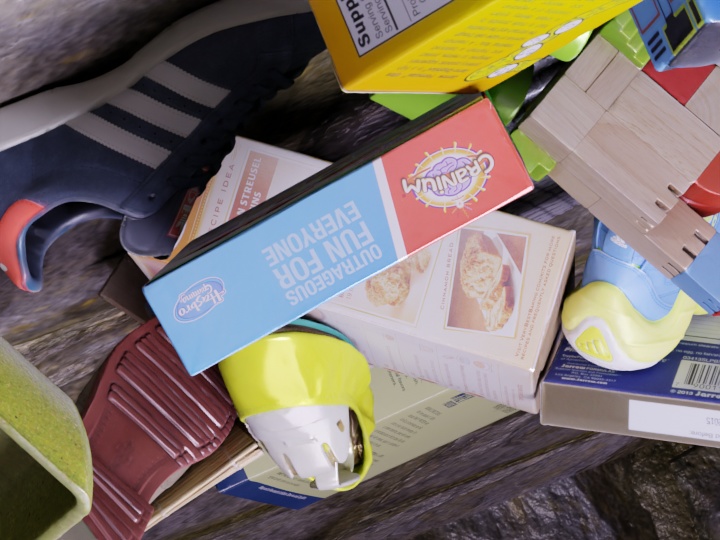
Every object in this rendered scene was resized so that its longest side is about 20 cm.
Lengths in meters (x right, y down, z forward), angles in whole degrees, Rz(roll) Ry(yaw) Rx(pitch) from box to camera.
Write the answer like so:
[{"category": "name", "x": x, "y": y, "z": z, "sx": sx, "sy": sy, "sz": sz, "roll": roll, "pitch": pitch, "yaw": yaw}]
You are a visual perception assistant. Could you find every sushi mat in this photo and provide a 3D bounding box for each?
[{"category": "sushi mat", "x": -0.139, "y": 0.131, "z": 1.469, "sx": 0.200, "sy": 0.012, "sz": 0.096, "roll": -36, "pitch": -158, "yaw": -1}]

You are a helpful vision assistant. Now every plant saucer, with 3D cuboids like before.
[{"category": "plant saucer", "x": -0.213, "y": 0.052, "z": 1.321, "sx": 0.048, "sy": 0.200, "sz": 0.200, "roll": -51, "pitch": -174, "yaw": -33}]

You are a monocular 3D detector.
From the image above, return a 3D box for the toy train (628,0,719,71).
[{"category": "toy train", "x": 0.154, "y": -0.161, "z": 1.177, "sx": 0.087, "sy": 0.114, "sz": 0.200, "roll": -20, "pitch": 169, "yaw": -18}]

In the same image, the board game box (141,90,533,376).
[{"category": "board game box", "x": -0.006, "y": -0.021, "z": 1.215, "sx": 0.153, "sy": 0.040, "sz": 0.200, "roll": -29, "pitch": -176, "yaw": 5}]

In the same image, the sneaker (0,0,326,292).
[{"category": "sneaker", "x": -0.078, "y": -0.054, "z": 1.281, "sx": 0.200, "sy": 0.085, "sz": 0.075, "roll": -26, "pitch": 169, "yaw": 11}]

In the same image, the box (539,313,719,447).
[{"category": "box", "x": 0.172, "y": 0.020, "z": 1.485, "sx": 0.121, "sy": 0.032, "sz": 0.200, "roll": 7, "pitch": -146, "yaw": 16}]

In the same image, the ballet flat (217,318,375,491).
[{"category": "ballet flat", "x": -0.023, "y": 0.072, "z": 1.455, "sx": 0.067, "sy": 0.067, "sz": 0.200, "roll": -9, "pitch": 167, "yaw": 7}]

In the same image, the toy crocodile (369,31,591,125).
[{"category": "toy crocodile", "x": 0.060, "y": -0.118, "z": 1.344, "sx": 0.067, "sy": 0.062, "sz": 0.200, "roll": 23, "pitch": 153, "yaw": -13}]

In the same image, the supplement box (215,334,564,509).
[{"category": "supplement box", "x": 0.005, "y": 0.037, "z": 1.744, "sx": 0.200, "sy": 0.134, "sz": 0.200, "roll": -25, "pitch": 169, "yaw": 8}]

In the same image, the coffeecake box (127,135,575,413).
[{"category": "coffeecake box", "x": 0.000, "y": 0.000, "z": 1.447, "sx": 0.200, "sy": 0.073, "sz": 0.154, "roll": 16, "pitch": 172, "yaw": 7}]

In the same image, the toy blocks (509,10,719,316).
[{"category": "toy blocks", "x": 0.168, "y": -0.076, "z": 1.346, "sx": 0.200, "sy": 0.137, "sz": 0.100, "roll": -50, "pitch": -178, "yaw": -14}]

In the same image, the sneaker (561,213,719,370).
[{"category": "sneaker", "x": 0.166, "y": -0.038, "z": 1.445, "sx": 0.200, "sy": 0.076, "sz": 0.105, "roll": -51, "pitch": 157, "yaw": -46}]

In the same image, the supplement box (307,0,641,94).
[{"category": "supplement box", "x": 0.075, "y": -0.155, "z": 1.060, "sx": 0.200, "sy": 0.109, "sz": 0.109, "roll": -29, "pitch": 168, "yaw": 28}]

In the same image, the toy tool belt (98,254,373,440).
[{"category": "toy tool belt", "x": -0.033, "y": 0.001, "z": 1.590, "sx": 0.200, "sy": 0.123, "sz": 0.125, "roll": -33, "pitch": 171, "yaw": 6}]

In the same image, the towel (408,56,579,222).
[{"category": "towel", "x": 0.126, "y": -0.097, "z": 1.509, "sx": 0.200, "sy": 0.086, "sz": 0.166, "roll": -27, "pitch": 170, "yaw": 12}]

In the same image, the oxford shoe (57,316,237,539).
[{"category": "oxford shoe", "x": -0.122, "y": 0.088, "z": 1.426, "sx": 0.075, "sy": 0.070, "sz": 0.200, "roll": -37, "pitch": -171, "yaw": 40}]
